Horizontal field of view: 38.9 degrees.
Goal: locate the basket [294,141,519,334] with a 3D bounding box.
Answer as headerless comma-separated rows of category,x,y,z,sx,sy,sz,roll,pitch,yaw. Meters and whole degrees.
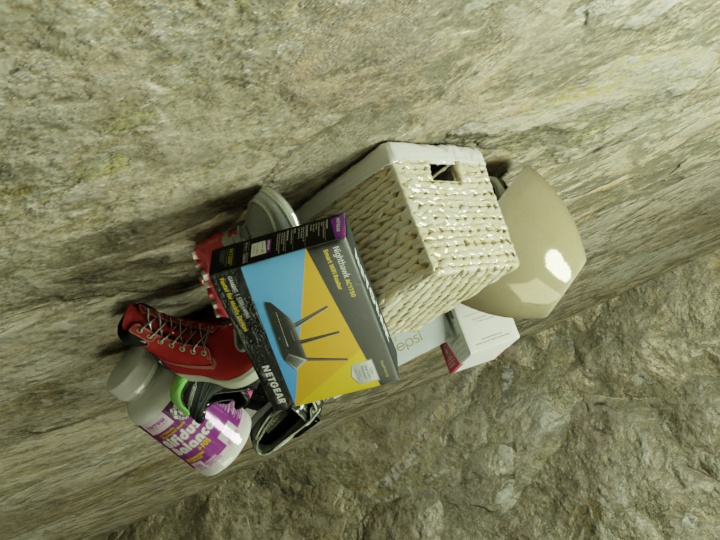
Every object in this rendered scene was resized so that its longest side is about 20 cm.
basket,0.050,-0.033,1.193,0.199,0.163,0.197,-35,161,36

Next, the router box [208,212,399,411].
router box,-0.055,0.048,1.076,0.147,0.051,0.202,-15,126,9

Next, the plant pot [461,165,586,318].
plant pot,0.215,-0.015,1.335,0.201,0.134,0.201,-52,171,-11

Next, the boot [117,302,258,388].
boot,-0.208,0.082,1.241,0.198,0.073,0.144,-7,146,43

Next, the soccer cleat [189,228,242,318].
soccer cleat,-0.152,0.004,1.211,0.076,0.067,0.200,-25,164,-9

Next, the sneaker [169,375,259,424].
sneaker,-0.166,0.143,1.399,0.199,0.084,0.077,-33,167,-25

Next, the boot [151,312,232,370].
boot,-0.170,0.062,1.387,0.199,0.069,0.187,-34,159,31

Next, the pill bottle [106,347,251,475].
pill bottle,-0.260,0.194,1.452,0.112,0.200,0.113,-38,-155,22

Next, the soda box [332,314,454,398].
soda box,0.030,0.110,1.457,0.198,0.064,0.068,-26,-178,-11

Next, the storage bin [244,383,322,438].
storage bin,-0.164,0.182,1.598,0.197,0.095,0.135,19,150,-18

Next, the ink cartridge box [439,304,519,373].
ink cartridge box,0.147,0.034,1.511,0.083,0.203,0.145,-17,166,-12

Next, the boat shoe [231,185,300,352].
boat shoe,-0.106,0.003,1.109,0.064,0.074,0.204,-30,144,-36

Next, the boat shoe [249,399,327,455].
boat shoe,-0.084,0.193,1.499,0.200,0.071,0.064,-48,-159,5

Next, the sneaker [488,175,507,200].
sneaker,0.126,-0.057,1.396,0.199,0.075,0.088,-36,166,29
